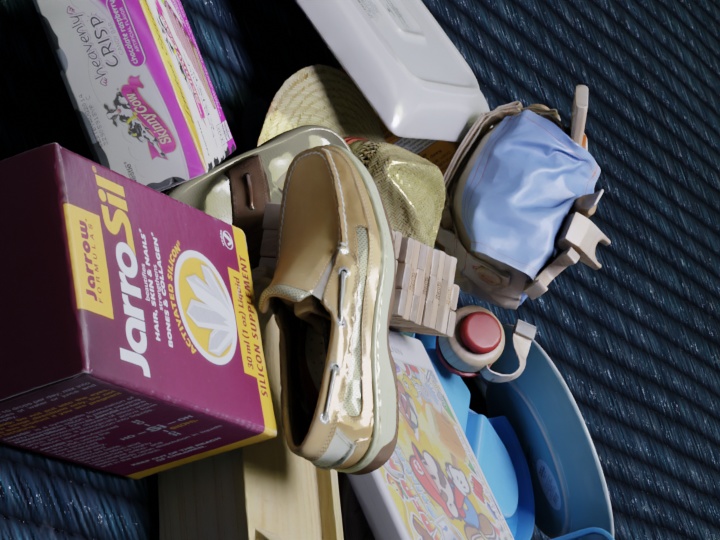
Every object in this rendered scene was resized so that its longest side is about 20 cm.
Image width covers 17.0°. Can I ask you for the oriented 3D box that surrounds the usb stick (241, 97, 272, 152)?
[{"bbox_3d":[-0.025,-0.064,1.728,0.200,0.033,0.056,37,42,-53],"label":"usb stick"}]

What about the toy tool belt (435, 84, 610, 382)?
[{"bbox_3d":[0.114,-0.030,1.720,0.124,0.123,0.201,24,64,-10],"label":"toy tool belt"}]

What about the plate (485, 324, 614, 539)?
[{"bbox_3d":[0.136,0.139,1.841,0.200,0.025,0.201,160,-90,-75],"label":"plate"}]

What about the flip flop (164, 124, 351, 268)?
[{"bbox_3d":[-0.063,-0.036,1.535,0.200,0.057,0.081,-35,106,-40],"label":"flip flop"}]

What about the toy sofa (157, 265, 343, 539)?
[{"bbox_3d":[-0.063,0.108,1.420,0.083,0.097,0.201,28,47,-48],"label":"toy sofa"}]

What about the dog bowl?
[{"bbox_3d":[0.064,0.126,1.768,0.200,0.049,0.112,56,27,-31],"label":"dog bowl"}]

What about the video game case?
[{"bbox_3d":[0.033,0.120,1.548,0.182,0.023,0.201,21,41,-61],"label":"video game case"}]

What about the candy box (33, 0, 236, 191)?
[{"bbox_3d":[-0.130,-0.117,1.420,0.200,0.061,0.137,-74,143,-82],"label":"candy box"}]

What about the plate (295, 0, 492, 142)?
[{"bbox_3d":[0.015,-0.180,1.749,0.200,0.032,0.200,56,20,13],"label":"plate"}]

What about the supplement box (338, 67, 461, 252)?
[{"bbox_3d":[0.055,-0.077,1.826,0.200,0.069,0.067,47,18,-24],"label":"supplement box"}]

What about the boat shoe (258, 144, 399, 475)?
[{"bbox_3d":[-0.024,0.015,1.384,0.076,0.072,0.201,14,58,-43],"label":"boat shoe"}]

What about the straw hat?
[{"bbox_3d":[0.013,-0.047,1.670,0.201,0.085,0.202,0,91,-59],"label":"straw hat"}]

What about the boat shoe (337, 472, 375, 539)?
[{"bbox_3d":[-0.003,0.210,1.529,0.076,0.072,0.201,16,64,-49],"label":"boat shoe"}]

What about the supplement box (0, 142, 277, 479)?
[{"bbox_3d":[-0.143,0.027,1.305,0.200,0.103,0.131,24,52,-60],"label":"supplement box"}]

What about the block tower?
[{"bbox_3d":[0.000,0.000,1.544,0.200,0.058,0.054,24,73,-64],"label":"block tower"}]

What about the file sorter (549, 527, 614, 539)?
[{"bbox_3d":[0.178,0.292,1.790,0.200,0.138,0.123,42,34,-49],"label":"file sorter"}]
